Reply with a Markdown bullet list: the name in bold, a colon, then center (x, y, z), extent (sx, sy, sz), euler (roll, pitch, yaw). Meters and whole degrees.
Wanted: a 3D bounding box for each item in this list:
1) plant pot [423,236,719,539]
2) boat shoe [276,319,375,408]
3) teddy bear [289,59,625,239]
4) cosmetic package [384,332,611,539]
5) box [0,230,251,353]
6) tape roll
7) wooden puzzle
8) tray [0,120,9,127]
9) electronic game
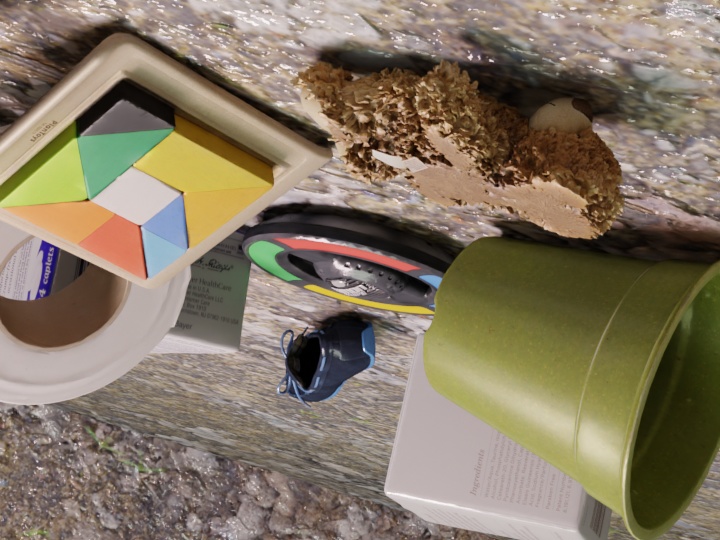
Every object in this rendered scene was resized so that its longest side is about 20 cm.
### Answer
- **plant pot**: center (0.152, 0.060, 1.086), extent (0.188, 0.202, 0.200), euler (21, 172, 32)
- **boat shoe**: center (-0.048, 0.086, 1.582), extent (0.068, 0.085, 0.200), euler (-1, 158, -22)
- **teddy bear**: center (0.056, -0.078, 0.859), extent (0.198, 0.067, 0.145), euler (11, 158, 42)
- **cosmetic package**: center (0.151, 0.175, 1.534), extent (0.197, 0.169, 0.167), euler (8, 165, 19)
- **box**: center (-0.220, 0.005, 1.310), extent (0.182, 0.107, 0.199), euler (15, 168, -35)
- **tape roll**: center (-0.224, -0.005, 1.107), extent (0.201, 0.204, 0.071), euler (25, -166, -41)
- **wooden puzzle**: center (-0.143, -0.058, 0.998), extent (0.184, 0.038, 0.199), euler (-34, 141, 31)
- **tray**: center (-0.304, -0.091, 1.228), extent (0.107, 0.022, 0.198), euler (25, 163, -41)
- **electronic game**: center (0.000, 0.000, 1.246), extent (0.197, 0.042, 0.200), euler (14, 167, 3)
